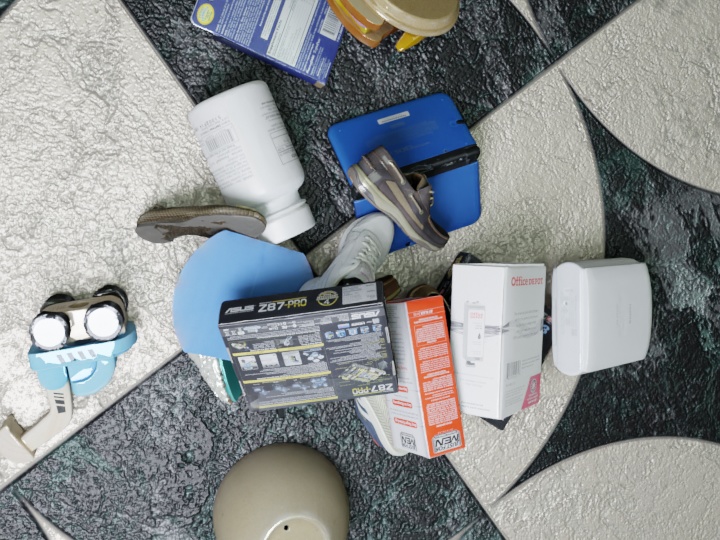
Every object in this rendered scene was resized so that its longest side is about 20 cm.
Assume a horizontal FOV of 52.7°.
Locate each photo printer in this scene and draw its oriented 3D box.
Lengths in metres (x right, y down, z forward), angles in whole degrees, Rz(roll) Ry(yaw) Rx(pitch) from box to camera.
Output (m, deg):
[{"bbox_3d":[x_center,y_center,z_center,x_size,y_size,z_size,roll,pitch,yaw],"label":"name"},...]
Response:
[{"bbox_3d":[0.377,0.066,1.113,0.199,0.069,0.168,-3,94,-39],"label":"photo printer"}]

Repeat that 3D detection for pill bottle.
[{"bbox_3d":[-0.138,-0.137,0.966,0.114,0.114,0.202,-25,100,-12],"label":"pill bottle"}]

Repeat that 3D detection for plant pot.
[{"bbox_3d":[-0.099,0.355,1.001,0.198,0.134,0.203,-1,94,-15],"label":"plant pot"}]

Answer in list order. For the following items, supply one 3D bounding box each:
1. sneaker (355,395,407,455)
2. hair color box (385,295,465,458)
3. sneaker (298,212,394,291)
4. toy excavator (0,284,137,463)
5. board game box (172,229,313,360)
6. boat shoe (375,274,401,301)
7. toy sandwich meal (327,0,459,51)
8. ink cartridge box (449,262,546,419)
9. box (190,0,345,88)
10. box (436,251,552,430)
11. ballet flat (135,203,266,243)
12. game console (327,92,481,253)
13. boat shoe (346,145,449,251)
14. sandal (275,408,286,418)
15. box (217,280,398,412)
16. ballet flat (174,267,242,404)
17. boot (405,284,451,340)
[{"bbox_3d":[0.014,0.168,1.044,0.074,0.084,0.202,-19,94,-25],"label":"sneaker"},{"bbox_3d":[0.075,0.138,0.972,0.061,0.101,0.202,-8,90,-26],"label":"hair color box"},{"bbox_3d":[0.000,0.000,0.966,0.075,0.099,0.201,49,60,-24],"label":"sneaker"},{"bbox_3d":[-0.380,0.138,0.938,0.193,0.100,0.202,-10,105,-13],"label":"toy excavator"},{"bbox_3d":[-0.153,0.036,0.945,0.199,0.039,0.160,16,91,-35],"label":"board game box"},{"bbox_3d":[-0.037,0.042,1.027,0.198,0.072,0.068,-21,98,-13],"label":"boat shoe"},{"bbox_3d":[0.048,-0.390,1.014,0.203,0.070,0.207,13,61,-25],"label":"toy sandwich meal"},{"bbox_3d":[0.191,0.089,1.004,0.146,0.082,0.202,-1,94,-55],"label":"ink cartridge box"},{"bbox_3d":[-0.121,-0.349,0.997,0.198,0.032,0.122,21,88,-18],"label":"box"},{"bbox_3d":[0.184,0.107,1.103,0.199,0.050,0.200,32,85,-14],"label":"box"},{"bbox_3d":[-0.207,-0.068,0.940,0.067,0.198,0.047,51,44,-49],"label":"ballet flat"},{"bbox_3d":[0.067,-0.140,1.070,0.198,0.119,0.172,-19,67,-13],"label":"game console"},{"bbox_3d":[0.068,-0.095,0.983,0.073,0.075,0.200,-45,132,11],"label":"boat shoe"},{"bbox_3d":[-0.150,0.110,1.004,0.048,0.075,0.202,-18,89,-14],"label":"sandal"},{"bbox_3d":[-0.059,0.097,0.897,0.198,0.049,0.162,-9,128,4],"label":"box"},{"bbox_3d":[-0.210,0.084,0.997,0.071,0.072,0.202,-11,95,-14],"label":"ballet flat"},{"bbox_3d":[0.110,0.122,1.024,0.073,0.075,0.202,-15,96,-12],"label":"boot"}]
